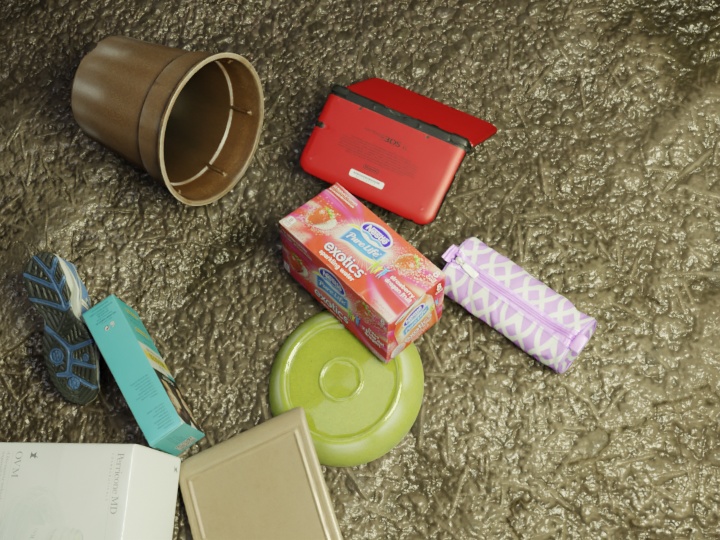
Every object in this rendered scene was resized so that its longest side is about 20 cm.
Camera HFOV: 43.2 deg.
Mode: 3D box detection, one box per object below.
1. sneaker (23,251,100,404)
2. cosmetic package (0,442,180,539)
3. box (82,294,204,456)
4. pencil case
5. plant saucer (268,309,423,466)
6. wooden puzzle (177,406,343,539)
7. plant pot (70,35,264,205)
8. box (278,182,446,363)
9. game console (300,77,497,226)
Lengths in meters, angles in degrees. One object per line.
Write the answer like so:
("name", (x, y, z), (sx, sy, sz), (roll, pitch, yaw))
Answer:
("sneaker", (-0.374, 0.074, 1.192), (0.075, 0.077, 0.203), (-14, 86, 9))
("cosmetic package", (-0.332, 0.310, 1.059), (0.197, 0.123, 0.202), (-2, 71, 15))
("box", (-0.273, 0.131, 1.142), (0.049, 0.082, 0.201), (-34, 68, -3))
("pencil case", (0.183, 0.037, 1.081), (0.199, 0.086, 0.084), (34, 79, 20))
("plant saucer", (-0.022, 0.136, 1.116), (0.197, 0.031, 0.203), (-4, 70, 11))
("wooden puzzle", (-0.117, 0.285, 1.069), (0.183, 0.037, 0.202), (-26, 63, 15))
("plant pot", (-0.266, -0.216, 1.216), (0.196, 0.201, 0.202), (24, 76, 26))
("box", (0.000, 0.000, 1.108), (0.099, 0.096, 0.200), (-36, 62, -24))
("game console", (0.051, -0.160, 1.181), (0.198, 0.119, 0.174), (25, 89, 20))
